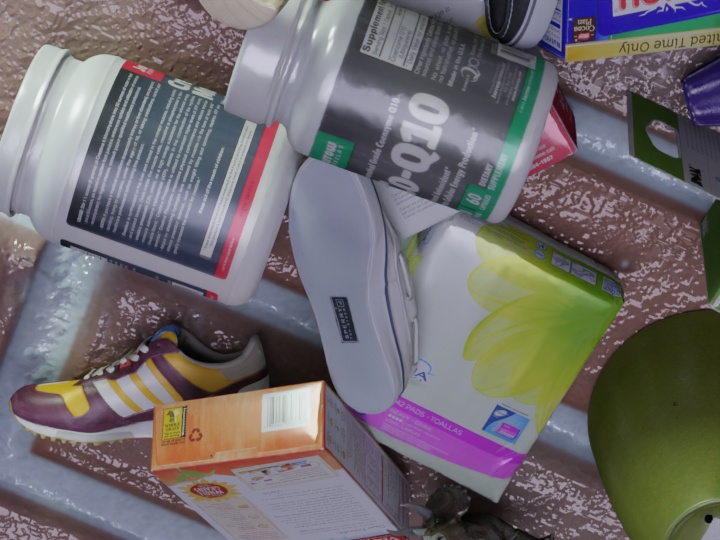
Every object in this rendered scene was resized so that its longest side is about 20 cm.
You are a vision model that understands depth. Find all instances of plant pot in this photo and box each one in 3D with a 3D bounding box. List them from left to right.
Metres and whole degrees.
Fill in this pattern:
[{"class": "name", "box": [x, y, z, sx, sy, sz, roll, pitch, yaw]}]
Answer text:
[{"class": "plant pot", "box": [0.259, 0.154, 1.460, 0.186, 0.200, 0.188, 2, 113, 4]}]

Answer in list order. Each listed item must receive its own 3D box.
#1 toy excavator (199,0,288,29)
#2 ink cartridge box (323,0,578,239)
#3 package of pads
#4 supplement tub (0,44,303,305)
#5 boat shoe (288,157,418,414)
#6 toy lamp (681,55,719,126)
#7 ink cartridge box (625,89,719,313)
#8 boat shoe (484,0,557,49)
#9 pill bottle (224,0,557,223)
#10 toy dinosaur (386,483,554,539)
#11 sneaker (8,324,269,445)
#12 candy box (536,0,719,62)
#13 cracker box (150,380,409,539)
[{"class": "toy excavator", "box": [0.002, -0.235, 1.211, 0.199, 0.100, 0.196, 9, 116, 12]}, {"class": "ink cartridge box", "box": [0.044, -0.148, 1.416, 0.145, 0.084, 0.201, -25, 109, 16]}, {"class": "package of pads", "box": [0.082, 0.054, 1.507, 0.154, 0.068, 0.201, 27, 113, -7]}, {"class": "supplement tub", "box": [-0.149, -0.069, 1.437, 0.199, 0.141, 0.141, 20, 113, -3]}, {"class": "boat shoe", "box": [0.000, 0.000, 1.422, 0.073, 0.065, 0.201, 9, 120, 28]}, {"class": "toy lamp", "box": [0.324, -0.142, 1.407, 0.199, 0.058, 0.059, -13, 111, 10]}, {"class": "ink cartridge box", "box": [0.257, -0.032, 1.410, 0.199, 0.148, 0.076, 26, 114, -5]}, {"class": "boat shoe", "box": [0.091, -0.230, 1.285, 0.066, 0.070, 0.201, -9, 131, -19]}, {"class": "pill bottle", "box": [0.019, -0.115, 1.325, 0.199, 0.113, 0.114, 20, 114, -2]}, {"class": "toy dinosaur", "box": [0.089, 0.222, 1.568, 0.102, 0.077, 0.200, 28, 160, 17]}, {"class": "sneaker", "box": [-0.169, 0.082, 1.547, 0.199, 0.075, 0.091, 2, 105, -2]}, {"class": "candy box", "box": [0.196, -0.248, 1.333, 0.168, 0.077, 0.201, -9, 116, -18]}, {"class": "cracker box", "box": [-0.055, 0.153, 1.502, 0.133, 0.058, 0.200, -9, 150, 16]}]
